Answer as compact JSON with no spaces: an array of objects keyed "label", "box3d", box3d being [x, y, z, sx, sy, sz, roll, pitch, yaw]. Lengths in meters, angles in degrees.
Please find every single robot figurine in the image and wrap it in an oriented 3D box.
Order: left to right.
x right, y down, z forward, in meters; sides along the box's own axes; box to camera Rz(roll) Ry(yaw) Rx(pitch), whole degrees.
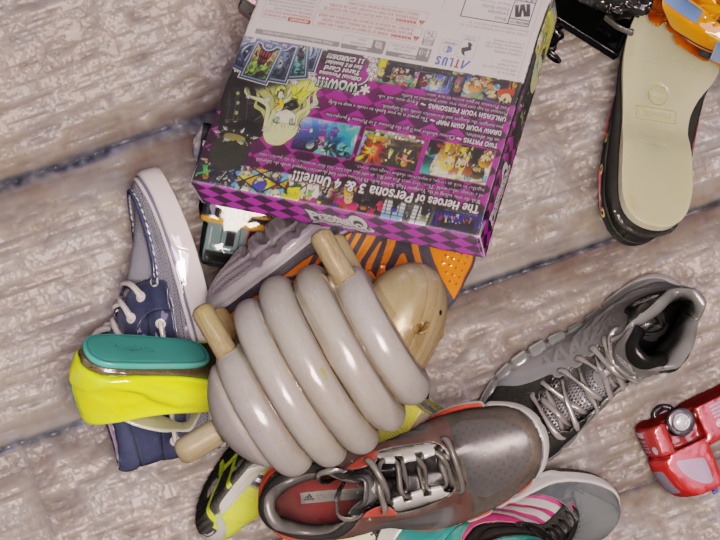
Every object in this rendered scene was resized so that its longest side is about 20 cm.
[{"label":"robot figurine","box3d":[0.235,-0.218,1.432,0.199,0.058,0.145,34,60,9]}]

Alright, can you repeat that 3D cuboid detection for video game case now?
[{"label":"video game case","box3d":[0.010,-0.111,1.313,0.198,0.036,0.182,11,67,17]}]

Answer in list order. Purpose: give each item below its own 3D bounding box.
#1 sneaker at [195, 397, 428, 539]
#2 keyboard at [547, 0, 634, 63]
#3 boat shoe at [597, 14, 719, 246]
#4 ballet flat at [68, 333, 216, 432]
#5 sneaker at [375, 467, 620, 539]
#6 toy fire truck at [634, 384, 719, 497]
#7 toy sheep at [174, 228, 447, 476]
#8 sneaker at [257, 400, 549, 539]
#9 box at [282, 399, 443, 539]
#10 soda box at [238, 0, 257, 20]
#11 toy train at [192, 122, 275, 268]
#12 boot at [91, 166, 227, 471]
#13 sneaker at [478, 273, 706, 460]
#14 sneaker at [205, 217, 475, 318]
[{"label":"sneaker","box3d":[-0.032,0.122,1.411,0.200,0.075,0.076,-44,105,-1]},{"label":"keyboard","box3d":[0.106,-0.218,1.464,0.199,0.040,0.104,32,62,-5]},{"label":"boat shoe","box3d":[0.211,-0.116,1.453,0.073,0.063,0.203,14,72,-9]},{"label":"ballet flat","box3d":[-0.097,0.077,1.355,0.198,0.067,0.068,0,117,-16]},{"label":"sneaker","box3d":[0.122,0.197,1.377,0.199,0.121,0.084,-8,120,-32]},{"label":"toy fire truck","box3d":[0.313,0.133,1.470,0.199,0.049,0.142,-25,92,-8]},{"label":"toy sheep","box3d":[-0.032,0.060,1.270,0.199,0.138,0.138,-32,93,8]},{"label":"sneaker","box3d":[0.026,0.140,1.303,0.199,0.082,0.078,-18,89,7]},{"label":"box","box3d":[-0.003,0.179,1.392,0.075,0.050,0.201,26,98,-44]},{"label":"soda box","box3d":[0.013,-0.158,1.428,0.199,0.064,0.069,34,85,-6]},{"label":"toy train","box3d":[-0.024,-0.046,1.415,0.198,0.085,0.115,10,99,-9]},{"label":"boot","box3d":[-0.150,0.035,1.394,0.090,0.073,0.202,-16,92,-14]},{"label":"sneaker","box3d":[0.161,0.071,1.416,0.200,0.115,0.075,-41,94,-7]},{"label":"sneaker","box3d":[0.000,0.000,1.353,0.199,0.078,0.112,-33,109,6]}]
